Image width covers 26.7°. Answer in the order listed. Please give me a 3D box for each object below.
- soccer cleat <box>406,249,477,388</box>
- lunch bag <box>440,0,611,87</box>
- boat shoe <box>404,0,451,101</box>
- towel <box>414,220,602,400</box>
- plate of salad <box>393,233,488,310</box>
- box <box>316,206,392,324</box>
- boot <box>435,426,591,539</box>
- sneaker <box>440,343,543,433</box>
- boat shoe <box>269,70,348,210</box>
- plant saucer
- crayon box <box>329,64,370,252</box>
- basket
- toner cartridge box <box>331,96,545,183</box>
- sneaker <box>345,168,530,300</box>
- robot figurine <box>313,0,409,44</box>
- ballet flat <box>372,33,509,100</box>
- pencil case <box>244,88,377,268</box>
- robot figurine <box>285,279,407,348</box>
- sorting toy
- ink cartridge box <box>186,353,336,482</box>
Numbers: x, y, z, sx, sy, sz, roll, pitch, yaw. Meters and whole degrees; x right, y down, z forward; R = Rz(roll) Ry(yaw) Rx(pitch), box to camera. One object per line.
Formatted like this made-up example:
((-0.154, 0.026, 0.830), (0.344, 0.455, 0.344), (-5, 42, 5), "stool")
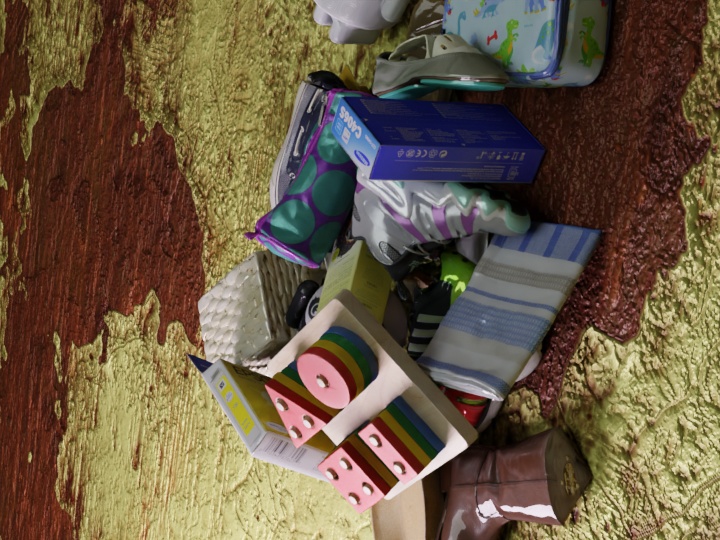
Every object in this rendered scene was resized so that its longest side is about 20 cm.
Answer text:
((0.082, 0.063, 1.642), (0.081, 0.067, 0.200), (48, 131, 26), "soccer cleat")
((0.162, -0.265, 1.515), (0.200, 0.082, 0.161), (12, 98, 57), "lunch bag")
((0.075, -0.214, 1.684), (0.073, 0.063, 0.201), (29, 123, 26), "boat shoe")
((0.142, 0.034, 1.495), (0.200, 0.024, 0.147), (-57, 31, -13), "towel")
((0.076, -0.043, 1.685), (0.200, 0.048, 0.201), (-1, 88, 60), "plate of salad")
((0.000, 0.000, 1.646), (0.075, 0.050, 0.201), (-36, 35, 50), "box")
((0.158, 0.259, 1.541), (0.200, 0.064, 0.187), (-16, 78, 53), "boot")
((0.109, 0.111, 1.591), (0.200, 0.085, 0.077), (-58, 41, 40), "sneaker")
((-0.051, -0.128, 1.770), (0.093, 0.074, 0.201), (-140, 57, -60), "boat shoe")
((0.055, 0.265, 1.697), (0.200, 0.035, 0.201), (179, 90, -73), "plant saucer")
((-0.016, -0.133, 1.835), (0.200, 0.051, 0.127), (-60, 42, 41), "crayon box")
((-0.111, 0.058, 1.921), (0.200, 0.123, 0.136), (-36, 60, 53), "basket")
((0.079, -0.131, 1.532), (0.095, 0.199, 0.043), (54, 135, 45), "toner cartridge box")
((0.074, -0.031, 1.566), (0.200, 0.078, 0.140), (22, 103, 30), "sneaker")
((0.013, -0.355, 1.729), (0.170, 0.113, 0.200), (49, 131, 34), "robot figurine")
((0.075, -0.207, 1.516), (0.200, 0.067, 0.064), (2, 89, 57), "ballet flat")
((-0.041, -0.103, 1.668), (0.200, 0.092, 0.085), (-63, 24, -2), "pencil case")
((-0.019, 0.096, 1.751), (0.200, 0.150, 0.125), (111, 173, -47), "robot figurine")
((-0.008, 0.147, 1.558), (0.199, 0.070, 0.200), (48, 146, 2), "sorting toy")
((-0.091, 0.171, 1.822), (0.047, 0.197, 0.200), (-52, 44, 15), "ink cartridge box")
